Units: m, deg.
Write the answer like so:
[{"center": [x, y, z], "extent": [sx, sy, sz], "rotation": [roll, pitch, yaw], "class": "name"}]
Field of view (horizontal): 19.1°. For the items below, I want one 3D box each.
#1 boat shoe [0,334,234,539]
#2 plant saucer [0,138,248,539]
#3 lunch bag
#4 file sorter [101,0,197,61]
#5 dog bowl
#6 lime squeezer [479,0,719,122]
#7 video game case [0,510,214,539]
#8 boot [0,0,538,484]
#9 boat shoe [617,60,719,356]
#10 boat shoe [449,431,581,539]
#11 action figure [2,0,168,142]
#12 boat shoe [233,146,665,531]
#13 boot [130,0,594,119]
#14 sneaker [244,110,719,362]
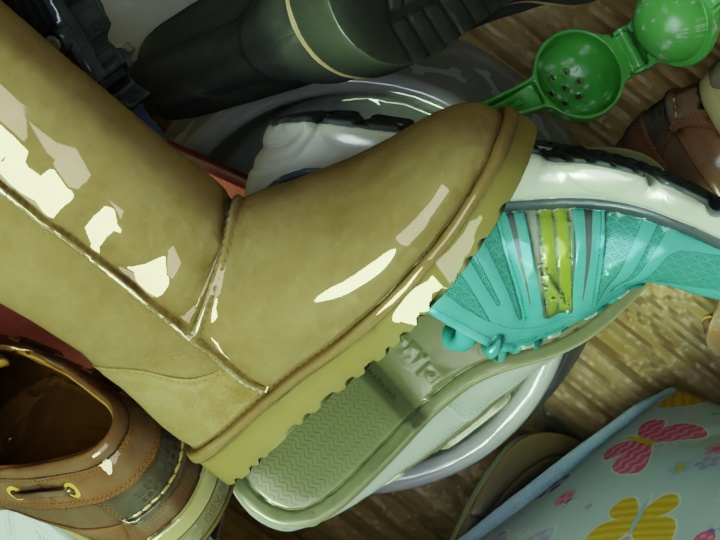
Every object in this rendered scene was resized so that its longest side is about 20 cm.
[{"center": [-0.137, 0.051, 0.782], "extent": [0.200, 0.068, 0.072], "rotation": [12, 66, 37], "class": "boat shoe"}, {"center": [-0.125, 0.009, 0.842], "extent": [0.200, 0.037, 0.200], "rotation": [24, 125, 12], "class": "plant saucer"}, {"center": [0.107, 0.153, 0.802], "extent": [0.200, 0.170, 0.127], "rotation": [-33, 109, -17], "class": "lunch bag"}, {"center": [-0.083, -0.183, 0.798], "extent": [0.139, 0.125, 0.200], "rotation": [44, 106, -5], "class": "file sorter"}, {"center": [0.000, 0.000, 0.872], "extent": [0.200, 0.059, 0.200], "rotation": [2, 106, 6], "class": "dog bowl"}, {"center": [0.098, -0.090, 0.801], "extent": [0.200, 0.071, 0.038], "rotation": [-28, 68, 13], "class": "lime squeezer"}, {"center": [-0.063, 0.184, 0.827], "extent": [0.200, 0.045, 0.181], "rotation": [33, 135, 33], "class": "video game case"}, {"center": [-0.071, -0.039, 0.664], "extent": [0.200, 0.066, 0.175], "rotation": [39, 113, -14], "class": "boot"}, {"center": [0.171, 0.014, 0.847], "extent": [0.068, 0.072, 0.200], "rotation": [-28, 94, 23], "class": "boat shoe"}, {"center": [0.046, 0.161, 0.905], "extent": [0.073, 0.065, 0.200], "rotation": [19, 88, -20], "class": "boat shoe"}, {"center": [-0.155, -0.089, 0.718], "extent": [0.193, 0.105, 0.200], "rotation": [-29, 102, 32], "class": "action figure"}, {"center": [0.032, 0.023, 0.807], "extent": [0.200, 0.068, 0.075], "rotation": [-34, 84, -7], "class": "boat shoe"}, {"center": [0.013, -0.116, 0.813], "extent": [0.138, 0.200, 0.078], "rotation": [-14, 96, 49], "class": "boot"}, {"center": [0.057, -0.007, 0.750], "extent": [0.200, 0.078, 0.080], "rotation": [8, 98, -6], "class": "sneaker"}]
